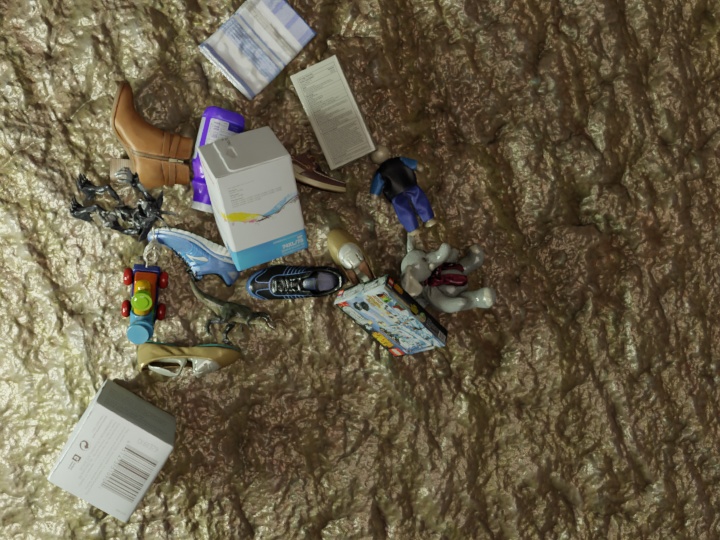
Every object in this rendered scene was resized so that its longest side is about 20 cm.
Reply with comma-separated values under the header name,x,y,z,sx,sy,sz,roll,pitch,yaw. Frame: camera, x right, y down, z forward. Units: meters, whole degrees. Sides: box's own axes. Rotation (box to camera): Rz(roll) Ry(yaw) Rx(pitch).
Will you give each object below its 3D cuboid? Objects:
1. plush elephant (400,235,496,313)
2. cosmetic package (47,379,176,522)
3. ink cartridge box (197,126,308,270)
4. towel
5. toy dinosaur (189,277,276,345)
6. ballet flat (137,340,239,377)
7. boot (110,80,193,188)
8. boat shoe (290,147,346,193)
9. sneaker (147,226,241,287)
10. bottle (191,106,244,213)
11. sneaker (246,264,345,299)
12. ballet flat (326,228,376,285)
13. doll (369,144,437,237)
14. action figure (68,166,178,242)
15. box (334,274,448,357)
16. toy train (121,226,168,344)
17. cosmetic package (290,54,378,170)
name,x,y,z,sx,sy,sz,roll,pitch,yaw
plush elephant,0.151,0.002,1.631,0.199,0.166,0.155,-23,132,23
cosmetic package,-0.457,0.331,1.523,0.164,0.200,0.166,33,87,-13
ink cartridge box,-0.201,-0.137,1.518,0.145,0.147,0.201,-19,127,-14
towel,-0.204,-0.456,1.617,0.200,0.024,0.147,-46,101,-6
toy dinosaur,-0.269,0.096,1.617,0.199,0.047,0.089,27,77,-25
ballet flat,-0.338,0.181,1.597,0.198,0.069,0.064,4,57,-5
boot,-0.399,-0.258,1.560,0.154,0.077,0.202,1,96,-10
boat shoe,-0.115,-0.212,1.627,0.198,0.072,0.073,20,91,-6
sneaker,-0.326,-0.026,1.591,0.199,0.079,0.090,24,86,-12
bottle,-0.286,-0.215,1.590,0.083,0.065,0.202,12,92,-32
sneaker,-0.129,0.023,1.633,0.198,0.078,0.071,-7,95,-11
ballet flat,0.000,0.000,1.665,0.068,0.063,0.201,-34,99,-10
doll,0.078,-0.168,1.678,0.136,0.048,0.201,-31,99,-9
action figure,-0.447,-0.122,1.514,0.198,0.102,0.120,10,68,15
box,0.063,0.095,1.621,0.200,0.136,0.040,43,47,-30
toy train,-0.408,0.031,1.531,0.084,0.116,0.202,6,115,-11
cosmetic package,-0.050,-0.311,1.615,0.103,0.073,0.202,-22,95,8
